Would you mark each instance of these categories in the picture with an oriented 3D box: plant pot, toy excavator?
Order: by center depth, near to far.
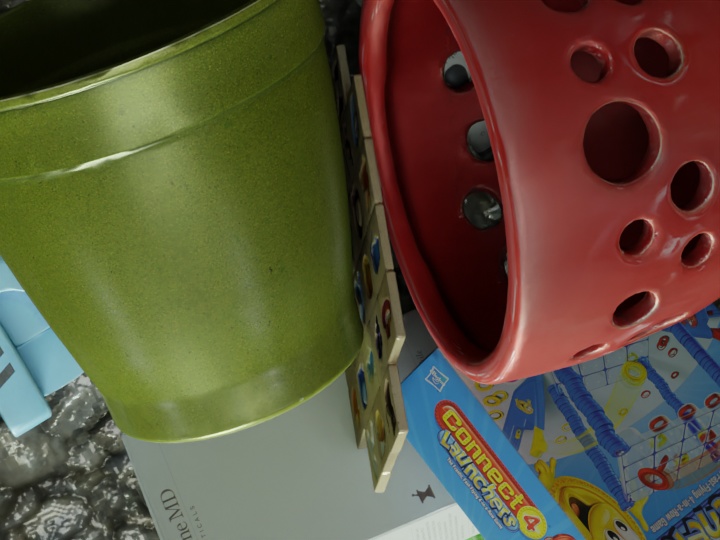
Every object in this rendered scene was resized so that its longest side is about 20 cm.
[{"bbox_3d":[0.113,-0.062,1.029,0.182,0.201,0.201,-11,120,-15],"label":"plant pot"},{"bbox_3d":[-0.087,-0.032,1.068,0.200,0.200,0.194,-21,111,-3],"label":"plant pot"},{"bbox_3d":[-0.156,0.021,1.165,0.199,0.100,0.195,-31,123,-7],"label":"toy excavator"}]

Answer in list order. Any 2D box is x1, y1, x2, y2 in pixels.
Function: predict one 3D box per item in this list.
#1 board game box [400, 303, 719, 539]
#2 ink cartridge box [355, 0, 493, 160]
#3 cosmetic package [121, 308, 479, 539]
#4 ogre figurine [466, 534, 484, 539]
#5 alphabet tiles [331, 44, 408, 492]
[{"bbox_3d":[0.140,0.095,1.157,0.196,0.200,0.056,52,133,9],"label":"board game box"},{"bbox_3d":[0.100,-0.124,1.154,0.146,0.083,0.200,-38,121,7],"label":"ink cartridge box"},{"bbox_3d":[-0.014,0.107,1.207,0.199,0.113,0.081,-24,158,-7],"label":"cosmetic package"},{"bbox_3d":[0.020,0.187,1.297,0.119,0.098,0.201,2,85,-3],"label":"ogre figurine"},{"bbox_3d":[0.000,0.000,1.116,0.006,0.201,0.167,-5,158,-9],"label":"alphabet tiles"}]
